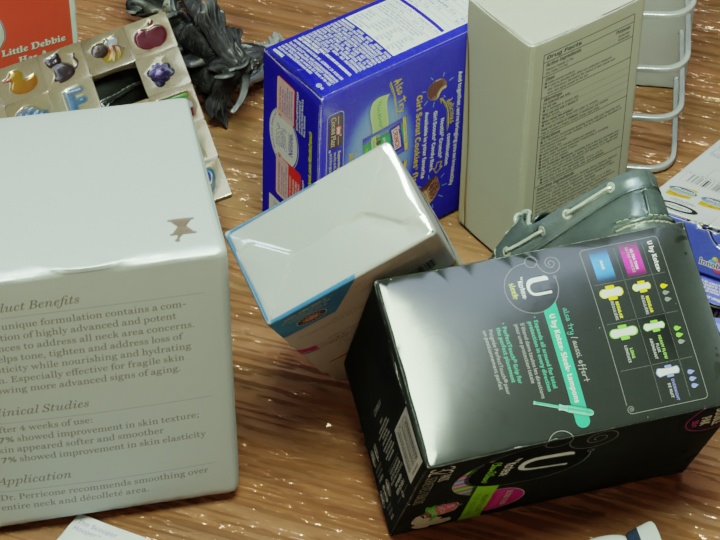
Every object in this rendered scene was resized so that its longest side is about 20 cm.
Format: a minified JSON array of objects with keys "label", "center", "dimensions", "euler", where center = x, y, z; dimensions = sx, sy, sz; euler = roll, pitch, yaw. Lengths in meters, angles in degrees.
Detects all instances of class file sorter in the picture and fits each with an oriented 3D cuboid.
[{"label":"file sorter","center":[0.178,-0.188,1.701],"dimensions":[0.138,0.200,0.125],"euler":[4,43,5]}]

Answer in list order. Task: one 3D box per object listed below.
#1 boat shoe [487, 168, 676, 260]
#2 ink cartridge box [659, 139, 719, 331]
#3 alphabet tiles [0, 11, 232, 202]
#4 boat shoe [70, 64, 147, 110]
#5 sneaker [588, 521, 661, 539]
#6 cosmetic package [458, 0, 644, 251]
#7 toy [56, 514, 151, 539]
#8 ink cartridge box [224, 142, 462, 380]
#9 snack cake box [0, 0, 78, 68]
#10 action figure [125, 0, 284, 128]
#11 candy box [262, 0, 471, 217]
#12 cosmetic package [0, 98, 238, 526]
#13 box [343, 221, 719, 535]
[{"label":"boat shoe","center":[0.129,-0.013,1.526],"dimensions":[0.073,0.200,0.062],"euler":[3,73,-38]},{"label":"ink cartridge box","center":[0.263,-0.014,1.555],"dimensions":[0.136,0.077,0.200],"euler":[20,26,22]},{"label":"alphabet tiles","center":[-0.209,-0.087,1.644],"dimensions":[0.200,0.008,0.167],"euler":[-20,62,-3]},{"label":"boat shoe","center":[-0.209,-0.097,1.693],"dimensions":[0.199,0.074,0.068],"euler":[-28,55,-26]},{"label":"sneaker","center":[0.153,0.233,1.324],"dimensions":[0.080,0.077,0.200],"euler":[-12,37,3]},{"label":"cosmetic package","center":[0.130,-0.109,1.609],"dimensions":[0.103,0.200,0.073],"euler":[-25,47,-27]},{"label":"toy","center":[-0.173,0.212,1.355],"dimensions":[0.115,0.047,0.200],"euler":[20,45,20]},{"label":"ink cartridge box","center":[0.000,0.000,1.448],"dimensions":[0.115,0.200,0.068],"euler":[-28,73,3]},{"label":"snack cake box","center":[-0.316,-0.173,1.747],"dimensions":[0.200,0.115,0.067],"euler":[-16,43,-18]},{"label":"action figure","center":[-0.110,-0.192,1.772],"dimensions":[0.102,0.119,0.200],"euler":[-23,40,-18]},{"label":"candy box","center":[0.030,-0.110,1.634],"dimensions":[0.200,0.169,0.077],"euler":[-25,50,-27]},{"label":"cosmetic package","center":[-0.171,0.026,1.451],"dimensions":[0.167,0.200,0.167],"euler":[-7,39,-9]},{"label":"box","center":[0.108,0.068,1.420],"dimensions":[0.200,0.149,0.125],"euler":[-11,70,-13]}]
